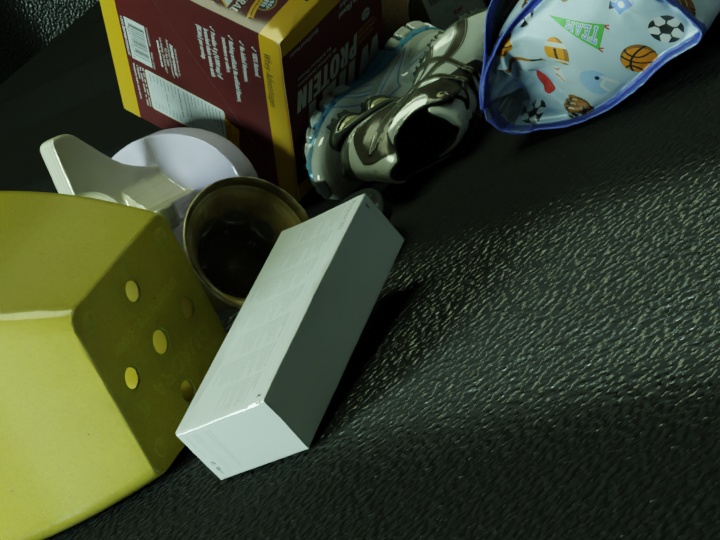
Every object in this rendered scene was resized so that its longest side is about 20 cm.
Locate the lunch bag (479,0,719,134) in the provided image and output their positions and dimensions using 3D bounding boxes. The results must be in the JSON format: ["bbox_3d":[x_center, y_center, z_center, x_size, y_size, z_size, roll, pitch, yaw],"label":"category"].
[{"bbox_3d":[0.177,-0.197,1.490,0.170,0.124,0.200,-51,5,-39],"label":"lunch bag"}]

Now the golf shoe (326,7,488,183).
[{"bbox_3d":[0.073,-0.130,1.620,0.200,0.078,0.094,-42,34,-13],"label":"golf shoe"}]

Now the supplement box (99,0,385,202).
[{"bbox_3d":[-0.097,-0.202,1.740,0.200,0.197,0.133,28,59,24],"label":"supplement box"}]

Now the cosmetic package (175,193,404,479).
[{"bbox_3d":[-0.042,0.042,1.346,0.082,0.051,0.200,-25,27,39],"label":"cosmetic package"}]

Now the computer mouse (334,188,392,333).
[{"bbox_3d":[0.000,0.000,1.465,0.059,0.034,0.200,-32,23,18],"label":"computer mouse"}]

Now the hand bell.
[{"bbox_3d":[-0.115,0.016,1.557,0.104,0.104,0.200,-47,2,-32],"label":"hand bell"}]

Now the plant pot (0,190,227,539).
[{"bbox_3d":[-0.206,0.060,1.442,0.176,0.200,0.200,-11,27,32],"label":"plant pot"}]

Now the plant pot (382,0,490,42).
[{"bbox_3d":[0.053,-0.271,1.879,0.187,0.187,0.200,-36,30,0],"label":"plant pot"}]

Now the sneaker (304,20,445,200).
[{"bbox_3d":[0.032,-0.134,1.697,0.087,0.075,0.200,9,51,44],"label":"sneaker"}]

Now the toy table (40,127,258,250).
[{"bbox_3d":[-0.186,-0.037,1.717,0.117,0.184,0.200,-28,-3,-45],"label":"toy table"}]
